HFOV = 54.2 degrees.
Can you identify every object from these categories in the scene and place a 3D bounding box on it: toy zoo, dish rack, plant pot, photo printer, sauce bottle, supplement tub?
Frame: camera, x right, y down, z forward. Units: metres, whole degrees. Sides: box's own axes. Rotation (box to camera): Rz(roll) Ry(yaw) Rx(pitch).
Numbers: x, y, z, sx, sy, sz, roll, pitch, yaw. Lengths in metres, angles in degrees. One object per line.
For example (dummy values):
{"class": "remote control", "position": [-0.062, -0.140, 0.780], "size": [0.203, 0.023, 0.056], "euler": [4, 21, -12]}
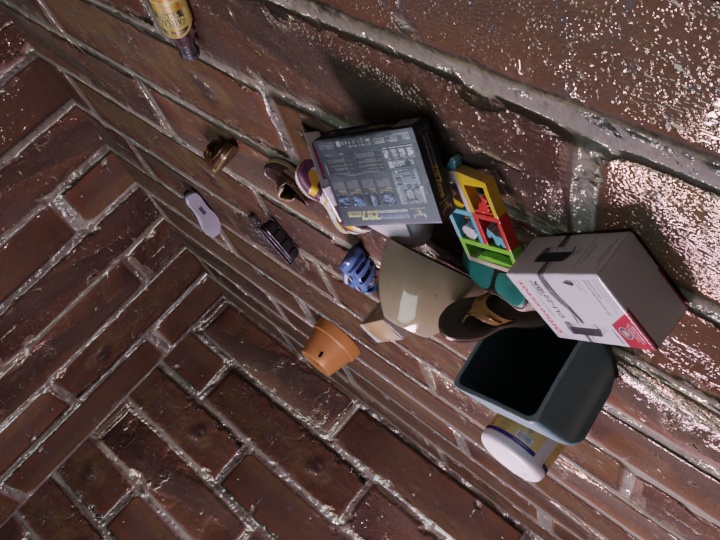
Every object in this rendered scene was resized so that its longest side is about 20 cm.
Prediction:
{"class": "toy zoo", "position": [0.179, -0.088, 1.083], "size": [0.131, 0.020, 0.200], "euler": [24, 146, 57]}
{"class": "dish rack", "position": [-0.272, -0.098, 2.098], "size": [0.200, 0.055, 0.153], "euler": [18, 150, 55]}
{"class": "plant pot", "position": [-0.119, 0.291, 2.581], "size": [0.200, 0.140, 0.200], "euler": [37, 163, 14]}
{"class": "photo printer", "position": [0.036, -0.144, 1.243], "size": [0.166, 0.069, 0.200], "euler": [30, 159, 37]}
{"class": "sauce bottle", "position": [-0.342, -0.469, 1.306], "size": [0.066, 0.066, 0.200], "euler": [36, 164, 20]}
{"class": "plant pot", "position": [0.329, 0.194, 1.239], "size": [0.200, 0.196, 0.196], "euler": [41, 167, -34]}
{"class": "plant pot", "position": [0.113, 0.044, 1.295], "size": [0.200, 0.135, 0.200], "euler": [25, -175, -2]}
{"class": "supplement tub", "position": [0.354, 0.303, 1.411], "size": [0.145, 0.200, 0.145], "euler": [38, 163, 14]}

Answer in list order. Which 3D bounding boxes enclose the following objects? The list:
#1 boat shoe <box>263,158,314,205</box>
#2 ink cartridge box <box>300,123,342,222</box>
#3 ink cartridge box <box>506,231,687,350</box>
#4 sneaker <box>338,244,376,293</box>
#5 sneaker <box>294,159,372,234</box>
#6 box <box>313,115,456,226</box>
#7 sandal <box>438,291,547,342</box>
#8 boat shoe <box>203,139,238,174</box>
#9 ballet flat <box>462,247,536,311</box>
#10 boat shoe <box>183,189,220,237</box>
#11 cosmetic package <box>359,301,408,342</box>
{"class": "boat shoe", "position": [-0.163, -0.192, 1.575], "size": [0.200, 0.072, 0.072], "euler": [29, 159, 37]}
{"class": "ink cartridge box", "position": [-0.064, -0.191, 1.326], "size": [0.095, 0.037, 0.200], "euler": [62, -175, -49]}
{"class": "ink cartridge box", "position": [0.323, 0.026, 0.988], "size": [0.144, 0.084, 0.200], "euler": [47, 164, -16]}
{"class": "sneaker", "position": [0.000, 0.000, 1.697], "size": [0.082, 0.074, 0.200], "euler": [36, 170, 16]}
{"class": "sneaker", "position": [-0.046, -0.152, 1.430], "size": [0.090, 0.075, 0.200], "euler": [6, 147, 51]}
{"class": "box", "position": [0.036, -0.149, 1.100], "size": [0.200, 0.051, 0.158], "euler": [1, 121, 41]}
{"class": "sandal", "position": [0.228, 0.069, 1.176], "size": [0.200, 0.082, 0.055], "euler": [-6, 148, 7]}
{"class": "boat shoe", "position": [-0.362, -0.293, 1.779], "size": [0.068, 0.072, 0.200], "euler": [44, 166, -14]}
{"class": "ballet flat", "position": [0.241, 0.014, 1.163], "size": [0.067, 0.068, 0.200], "euler": [6, -155, -27]}
{"class": "boat shoe", "position": [-0.557, -0.205, 2.478], "size": [0.057, 0.069, 0.200], "euler": [36, 159, 47]}
{"class": "cosmetic package", "position": [0.079, 0.117, 1.747], "size": [0.071, 0.105, 0.200], "euler": [44, 162, -6]}
